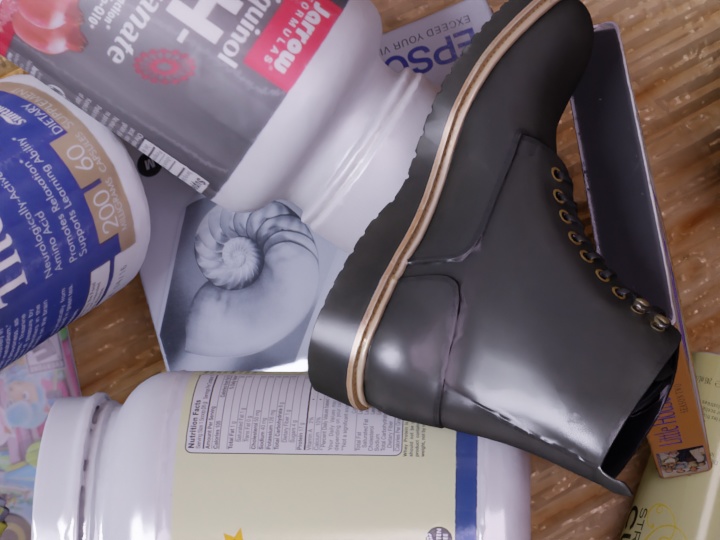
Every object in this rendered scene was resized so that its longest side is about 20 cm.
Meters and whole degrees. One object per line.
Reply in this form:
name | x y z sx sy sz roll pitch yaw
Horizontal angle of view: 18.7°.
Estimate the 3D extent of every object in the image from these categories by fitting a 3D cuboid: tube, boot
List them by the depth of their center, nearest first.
boot | 0.085 -0.012 0.879 0.138 0.077 0.200 22 75 21
tube | 0.154 0.140 1.077 0.052 0.058 0.200 22 78 -3

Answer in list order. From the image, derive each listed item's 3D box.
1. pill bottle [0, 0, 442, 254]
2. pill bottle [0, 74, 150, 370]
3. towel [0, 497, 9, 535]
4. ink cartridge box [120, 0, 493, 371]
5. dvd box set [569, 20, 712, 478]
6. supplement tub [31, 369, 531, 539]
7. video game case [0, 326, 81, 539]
pill bottle | -0.061 -0.095 0.934 0.200 0.111 0.111 34 77 -6
pill bottle | -0.193 0.003 0.930 0.200 0.111 0.111 -37 94 -41
towel | -0.263 0.142 0.957 0.144 0.023 0.200 37 83 -15
ink cartridge box | 0.000 0.000 1.001 0.199 0.041 0.200 -22 74 9
dvd box set | 0.128 -0.003 1.001 0.029 0.200 0.147 -11 66 9
supplement tub | -0.029 0.115 0.922 0.199 0.145 0.145 0 84 3
video game case | -0.219 0.111 1.003 0.200 0.022 0.183 -11 87 -16
